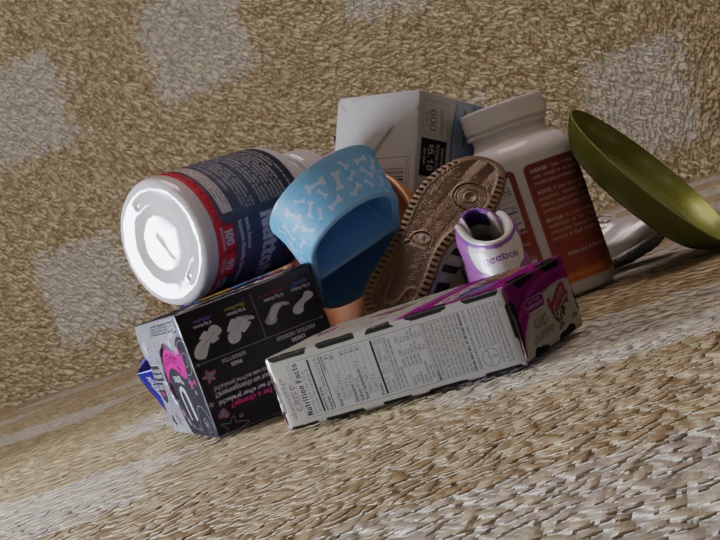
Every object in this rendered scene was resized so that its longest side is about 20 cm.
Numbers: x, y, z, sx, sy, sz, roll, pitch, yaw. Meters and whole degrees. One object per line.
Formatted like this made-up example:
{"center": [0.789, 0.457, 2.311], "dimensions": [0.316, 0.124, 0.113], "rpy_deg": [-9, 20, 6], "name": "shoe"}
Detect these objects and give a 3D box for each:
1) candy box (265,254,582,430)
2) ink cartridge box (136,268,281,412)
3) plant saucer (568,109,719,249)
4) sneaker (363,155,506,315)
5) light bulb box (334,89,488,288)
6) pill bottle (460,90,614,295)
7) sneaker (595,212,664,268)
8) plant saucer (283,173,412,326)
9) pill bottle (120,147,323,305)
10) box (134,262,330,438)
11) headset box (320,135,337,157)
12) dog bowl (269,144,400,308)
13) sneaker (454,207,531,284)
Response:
{"center": [0.049, 0.054, 1.019], "dimensions": [0.200, 0.061, 0.136], "rpy_deg": [-18, 2, 28], "name": "candy box"}
{"center": [-0.145, 0.079, 1.462], "dimensions": [0.200, 0.076, 0.137], "rpy_deg": [-20, 27, 34], "name": "ink cartridge box"}
{"center": [0.273, -0.082, 1.318], "dimensions": [0.031, 0.200, 0.200], "rpy_deg": [-52, -11, 20], "name": "plant saucer"}
{"center": [0.067, -0.006, 1.227], "dimensions": [0.200, 0.070, 0.109], "rpy_deg": [-55, -23, -26], "name": "sneaker"}
{"center": [0.080, -0.074, 1.445], "dimensions": [0.200, 0.199, 0.125], "rpy_deg": [6, -3, -43], "name": "light bulb box"}
{"center": [0.170, -0.070, 1.355], "dimensions": [0.112, 0.200, 0.112], "rpy_deg": [-18, 1, 0], "name": "pill bottle"}
{"center": [0.232, -0.034, 1.469], "dimensions": [0.200, 0.087, 0.074], "rpy_deg": [-16, -5, 30], "name": "sneaker"}
{"center": [0.000, 0.000, 1.343], "dimensions": [0.037, 0.200, 0.200], "rpy_deg": [10, -19, -41], "name": "plant saucer"}
{"center": [-0.114, -0.051, 1.288], "dimensions": [0.120, 0.120, 0.200], "rpy_deg": [-18, 4, 45], "name": "pill bottle"}
{"center": [-0.111, 0.076, 1.227], "dimensions": [0.132, 0.115, 0.200], "rpy_deg": [-22, 1, -19], "name": "box"}
{"center": [0.017, -0.072, 1.654], "dimensions": [0.077, 0.200, 0.149], "rpy_deg": [-25, -4, 32], "name": "headset box"}
{"center": [-0.015, -0.031, 1.206], "dimensions": [0.111, 0.050, 0.200], "rpy_deg": [-34, -23, -12], "name": "dog bowl"}
{"center": [0.116, 0.000, 1.160], "dimensions": [0.073, 0.114, 0.200], "rpy_deg": [-20, 0, -5], "name": "sneaker"}
